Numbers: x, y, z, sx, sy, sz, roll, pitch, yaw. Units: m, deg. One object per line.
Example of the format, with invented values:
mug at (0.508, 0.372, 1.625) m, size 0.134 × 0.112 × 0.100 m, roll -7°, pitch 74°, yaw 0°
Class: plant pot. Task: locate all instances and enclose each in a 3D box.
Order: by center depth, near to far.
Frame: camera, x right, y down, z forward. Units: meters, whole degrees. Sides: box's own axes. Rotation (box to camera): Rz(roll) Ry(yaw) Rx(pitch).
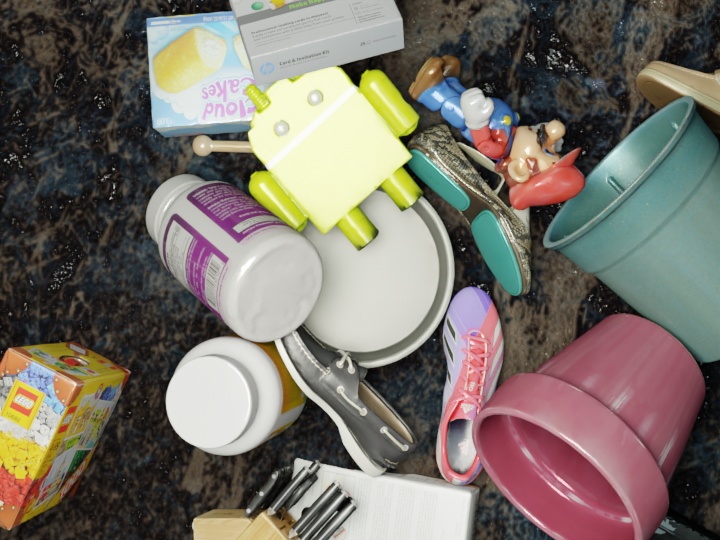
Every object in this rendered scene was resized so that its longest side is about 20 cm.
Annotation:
plant pot at (0.236, 0.149, 1.152) m, size 0.200 × 0.200 × 0.179 m, roll 45°, pitch 64°, yaw 3°
plant pot at (0.318, -0.030, 1.164) m, size 0.196 × 0.200 × 0.201 m, roll 43°, pitch 90°, yaw -5°

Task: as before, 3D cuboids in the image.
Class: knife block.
knife block at (-0.081, 0.298, 1.211) m, size 0.172 × 0.064 × 0.204 m, roll -1°, pitch 87°, yaw 14°

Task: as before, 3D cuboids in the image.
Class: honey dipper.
honey dipper at (-0.081, -0.131, 1.254) m, size 0.196 × 0.038 × 0.039 m, roll 3°, pitch 88°, yaw 6°

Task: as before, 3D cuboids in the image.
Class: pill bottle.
pill bottle at (-0.122, 0.119, 1.159) m, size 0.109 × 0.200 × 0.113 m, roll 0°, pitch 89°, yaw 9°
pill bottle at (-0.132, -0.021, 1.173) m, size 0.113 × 0.112 × 0.199 m, roll -54°, pitch 46°, yaw 0°

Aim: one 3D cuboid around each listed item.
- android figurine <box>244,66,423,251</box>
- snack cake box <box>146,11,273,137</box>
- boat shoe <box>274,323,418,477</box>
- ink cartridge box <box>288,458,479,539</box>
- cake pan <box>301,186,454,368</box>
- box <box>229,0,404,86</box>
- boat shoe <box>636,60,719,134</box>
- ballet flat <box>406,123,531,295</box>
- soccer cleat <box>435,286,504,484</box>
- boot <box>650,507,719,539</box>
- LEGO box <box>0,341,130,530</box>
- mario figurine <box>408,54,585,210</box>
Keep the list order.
android figurine at (-0.032, -0.124, 1.190) m, size 0.181 × 0.041 × 0.201 m, roll -38°, pitch 99°, yaw 7°
snack cake box at (-0.119, -0.207, 1.240) m, size 0.196 × 0.067 × 0.117 m, roll -4°, pitch 87°, yaw 2°
boat shoe at (-0.016, 0.117, 1.191) m, size 0.060 × 0.074 × 0.201 m, roll -32°, pitch 101°, yaw 16°
ink cartridge box at (0.018, 0.293, 1.242) m, size 0.196 × 0.050 × 0.165 m, roll 8°, pitch 89°, yaw 20°
cake pan at (0.000, 0.000, 1.243) m, size 0.196 × 0.037 × 0.204 m, roll 0°, pitch 88°, yaw 3°
box at (-0.056, -0.283, 1.191) m, size 0.153 × 0.042 × 0.202 m, roll -15°, pitch 52°, yaw -6°
boat shoe at (0.381, -0.178, 1.222) m, size 0.197 × 0.071 × 0.066 m, roll 22°, pitch 83°, yaw -5°
ballet flat at (0.131, -0.072, 1.233) m, size 0.075 × 0.068 × 0.201 m, roll -37°, pitch 86°, yaw -25°
soccer cleat at (0.112, 0.119, 1.216) m, size 0.065 × 0.076 × 0.204 m, roll 7°, pitch 89°, yaw 2°
boot at (0.311, 0.334, 1.209) m, size 0.196 × 0.073 × 0.164 m, roll 28°, pitch 96°, yaw 5°
LEGO box at (-0.314, 0.156, 1.171) m, size 0.076 × 0.200 × 0.151 m, roll 25°, pitch 90°, yaw 3°
mario figurine at (0.152, -0.152, 1.196) m, size 0.199 × 0.106 × 0.123 m, roll 41°, pitch 58°, yaw 8°
